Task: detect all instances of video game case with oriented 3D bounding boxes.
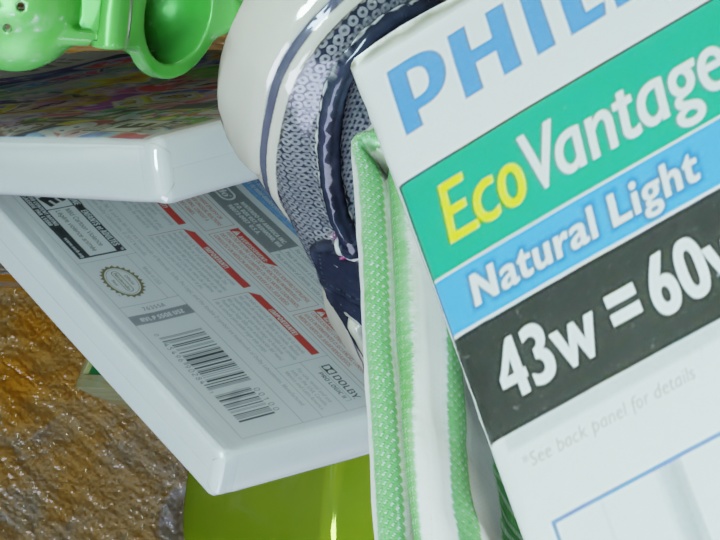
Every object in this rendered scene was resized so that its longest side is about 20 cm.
[{"bbox_3d":[-0.071,-0.045,0.819,0.199,0.018,0.143,3,-164,45],"label":"video game case"},{"bbox_3d":[0.000,0.000,0.862,0.199,0.018,0.143,-13,-139,-35],"label":"video game case"}]

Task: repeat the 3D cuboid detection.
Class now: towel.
[{"bbox_3d":[0.066,0.064,0.621,0.023,0.153,0.200,-30,130,24],"label":"towel"}]

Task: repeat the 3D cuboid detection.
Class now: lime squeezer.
[{"bbox_3d":[-0.073,-0.069,0.751,0.199,0.038,0.071,1,175,-21],"label":"lime squeezer"}]

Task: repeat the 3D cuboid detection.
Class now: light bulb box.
[{"bbox_3d":[0.122,0.033,0.588,0.124,0.201,0.198,-29,156,23],"label":"light bulb box"}]

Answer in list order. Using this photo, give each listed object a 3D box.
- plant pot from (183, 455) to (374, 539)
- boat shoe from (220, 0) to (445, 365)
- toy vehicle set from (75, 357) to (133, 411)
[{"bbox_3d":[0.048,0.025,1.102,0.198,0.183,0.200,3,177,-19],"label":"plant pot"},{"bbox_3d":[0.030,-0.006,0.696,0.093,0.075,0.200,46,172,26],"label":"boat shoe"},{"bbox_3d":[-0.045,-0.008,1.034,0.026,0.125,0.200,24,169,-19],"label":"toy vehicle set"}]
